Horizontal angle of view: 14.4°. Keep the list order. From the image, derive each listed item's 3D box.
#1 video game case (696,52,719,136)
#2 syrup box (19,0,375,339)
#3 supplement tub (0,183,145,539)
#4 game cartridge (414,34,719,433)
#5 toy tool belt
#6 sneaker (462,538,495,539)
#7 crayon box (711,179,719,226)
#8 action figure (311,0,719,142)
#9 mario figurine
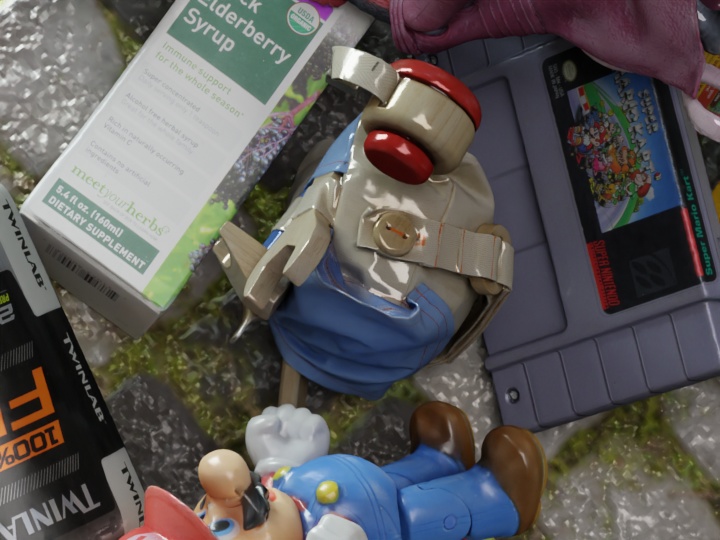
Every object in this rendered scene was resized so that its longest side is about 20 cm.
[{"bbox_3d":[0.184,-0.125,1.340,0.199,0.017,0.143,23,70,34],"label":"video game case"},{"bbox_3d":[-0.071,-0.075,1.301,0.079,0.081,0.200,36,74,-4],"label":"syrup box"},{"bbox_3d":[-0.168,0.073,1.220,0.122,0.122,0.201,-25,91,-17],"label":"supplement tub"},{"bbox_3d":[0.099,-0.036,1.313,0.038,0.129,0.201,-2,76,-49],"label":"game cartridge"},{"bbox_3d":[0.000,0.000,1.241,0.124,0.200,0.123,28,71,5],"label":"toy tool belt"},{"bbox_3d":[-0.020,0.152,1.271,0.199,0.078,0.091,-1,77,-24],"label":"sneaker"},{"bbox_3d":[0.238,-0.033,1.351,0.127,0.051,0.200,45,70,-33],"label":"crayon box"},{"bbox_3d":[0.074,-0.128,1.256,0.199,0.134,0.150,-9,107,16],"label":"action figure"},{"bbox_3d":[-0.019,0.093,1.192,0.199,0.123,0.106,-18,74,-35],"label":"mario figurine"}]
